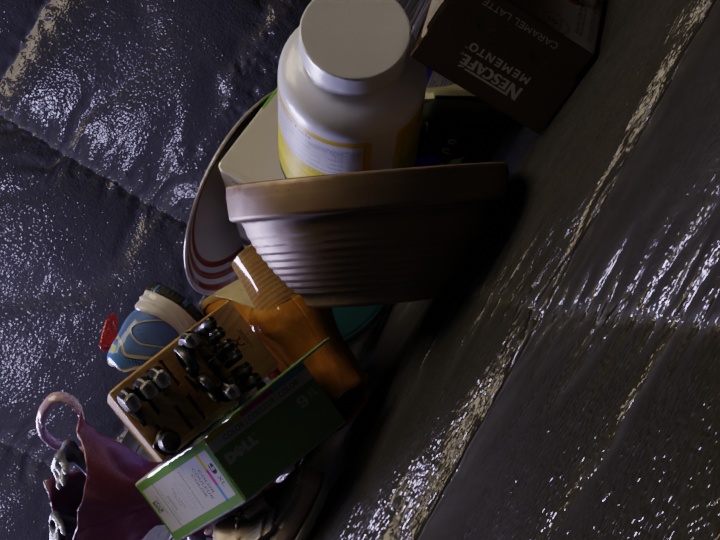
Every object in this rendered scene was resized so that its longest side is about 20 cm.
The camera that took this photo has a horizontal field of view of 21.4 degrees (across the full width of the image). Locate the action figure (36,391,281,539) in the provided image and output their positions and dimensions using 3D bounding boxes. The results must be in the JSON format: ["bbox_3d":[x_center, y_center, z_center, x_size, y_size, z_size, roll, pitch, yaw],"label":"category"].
[{"bbox_3d":[-0.158,0.180,1.544,0.149,0.199,0.134,67,148,30],"label":"action figure"}]

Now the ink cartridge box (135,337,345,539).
[{"bbox_3d":[-0.079,0.127,1.387,0.104,0.059,0.200,-36,-1,-32],"label":"ink cartridge box"}]

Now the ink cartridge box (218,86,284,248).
[{"bbox_3d":[-0.036,-0.073,1.645,0.146,0.084,0.200,-55,-21,-21],"label":"ink cartridge box"}]

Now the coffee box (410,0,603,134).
[{"bbox_3d":[0.116,-0.204,1.417,0.080,0.114,0.200,-55,8,33],"label":"coffee box"}]

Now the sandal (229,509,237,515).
[{"bbox_3d":[-0.097,0.161,1.700,0.200,0.043,0.076,-55,9,35],"label":"sandal"}]

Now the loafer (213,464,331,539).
[{"bbox_3d":[-0.094,0.216,1.398,0.200,0.063,0.072,-57,9,25],"label":"loafer"}]

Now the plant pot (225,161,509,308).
[{"bbox_3d":[0.008,-0.023,1.345,0.201,0.200,0.093,180,85,-81],"label":"plant pot"}]

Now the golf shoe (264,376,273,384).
[{"bbox_3d":[-0.101,0.103,1.643,0.091,0.075,0.200,-26,30,45],"label":"golf shoe"}]

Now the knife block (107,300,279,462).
[{"bbox_3d":[-0.145,0.099,1.365,0.200,0.064,0.176,-38,0,35],"label":"knife block"}]

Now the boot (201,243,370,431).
[{"bbox_3d":[-0.055,0.063,1.467,0.071,0.144,0.201,-29,-8,-16],"label":"boot"}]

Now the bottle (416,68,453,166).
[{"bbox_3d":[0.070,-0.171,1.769,0.200,0.065,0.084,-68,2,-47],"label":"bottle"}]

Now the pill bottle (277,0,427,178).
[{"bbox_3d":[-0.007,-0.130,1.447,0.200,0.112,0.112,96,-161,-66],"label":"pill bottle"}]

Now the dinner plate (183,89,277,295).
[{"bbox_3d":[-0.098,-0.072,1.652,0.200,0.024,0.201,-51,-24,-32],"label":"dinner plate"}]

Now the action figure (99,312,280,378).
[{"bbox_3d":[-0.114,0.041,1.620,0.065,0.199,0.099,53,-132,-52],"label":"action figure"}]

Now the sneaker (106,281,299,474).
[{"bbox_3d":[-0.124,0.100,1.535,0.077,0.200,0.076,-48,23,-14],"label":"sneaker"}]

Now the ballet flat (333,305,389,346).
[{"bbox_3d":[0.000,0.000,1.590,0.201,0.072,0.072,-59,6,-31],"label":"ballet flat"}]

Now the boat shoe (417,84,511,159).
[{"bbox_3d":[0.083,-0.122,1.539,0.201,0.073,0.063,-178,83,-71],"label":"boat shoe"}]
